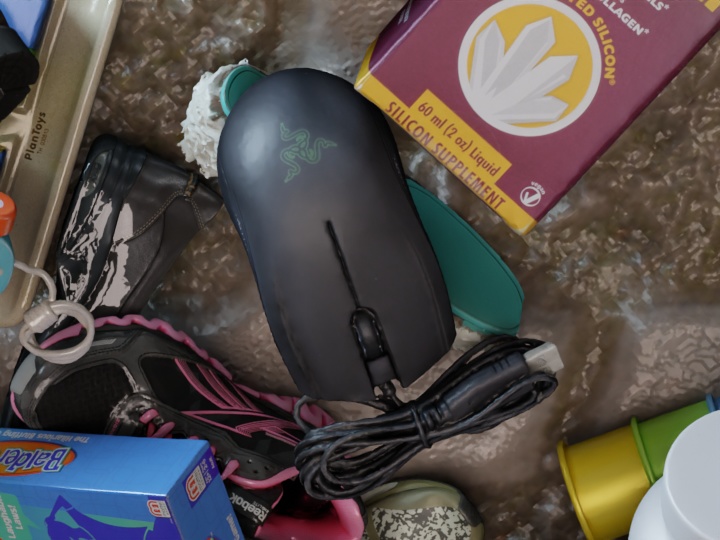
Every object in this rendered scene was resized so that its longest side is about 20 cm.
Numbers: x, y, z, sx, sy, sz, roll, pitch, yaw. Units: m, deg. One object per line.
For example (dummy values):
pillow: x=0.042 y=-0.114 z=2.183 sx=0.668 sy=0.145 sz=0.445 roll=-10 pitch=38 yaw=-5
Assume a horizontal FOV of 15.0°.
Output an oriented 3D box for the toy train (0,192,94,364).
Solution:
toy train: x=-0.232 y=0.028 z=1.269 sx=0.199 sy=0.056 sz=0.151 roll=-27 pitch=130 yaw=3

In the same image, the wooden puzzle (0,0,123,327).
wooden puzzle: x=-0.233 y=-0.086 z=1.325 sx=0.199 sy=0.046 sz=0.186 roll=17 pitch=93 yaw=-1

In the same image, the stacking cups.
stacking cups: x=0.199 y=0.081 z=1.360 sx=0.199 sy=0.061 sz=0.061 roll=-20 pitch=105 yaw=10

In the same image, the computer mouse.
computer mouse: x=0.000 y=0.000 z=1.284 sx=0.138 sy=0.053 sz=0.201 roll=-25 pitch=97 yaw=1

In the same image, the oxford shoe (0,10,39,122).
oxford shoe: x=-0.249 y=-0.066 z=1.281 sx=0.200 sy=0.073 sz=0.085 roll=-37 pitch=72 yaw=2

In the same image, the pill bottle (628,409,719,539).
pill bottle: x=0.182 y=0.160 z=1.320 sx=0.112 sy=0.113 sz=0.201 roll=2 pitch=138 yaw=3

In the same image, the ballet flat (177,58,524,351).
ballet flat: x=-0.007 y=-0.025 z=1.349 sx=0.200 sy=0.072 sz=0.072 roll=41 pitch=106 yaw=-7

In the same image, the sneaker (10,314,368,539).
sneaker: x=-0.076 y=0.089 z=1.333 sx=0.199 sy=0.095 sz=0.079 roll=22 pitch=110 yaw=-30

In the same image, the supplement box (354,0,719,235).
supplement box: x=0.104 y=-0.131 z=1.287 sx=0.110 sy=0.086 sz=0.200 roll=40 pitch=106 yaw=-8

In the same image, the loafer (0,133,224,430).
loafer: x=-0.130 y=0.035 z=1.367 sx=0.072 sy=0.073 sz=0.201 roll=19 pitch=109 yaw=-7

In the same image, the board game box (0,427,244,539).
board game box: x=-0.142 y=0.148 z=1.322 sx=0.199 sy=0.045 sz=0.153 roll=1 pitch=125 yaw=32

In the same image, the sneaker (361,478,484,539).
sneaker: x=-0.019 y=0.184 z=1.395 sx=0.200 sy=0.089 sz=0.077 roll=-37 pitch=102 yaw=14
